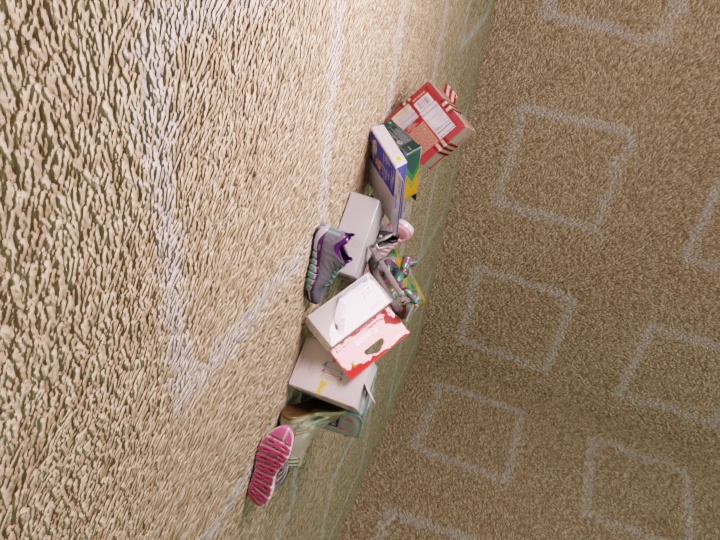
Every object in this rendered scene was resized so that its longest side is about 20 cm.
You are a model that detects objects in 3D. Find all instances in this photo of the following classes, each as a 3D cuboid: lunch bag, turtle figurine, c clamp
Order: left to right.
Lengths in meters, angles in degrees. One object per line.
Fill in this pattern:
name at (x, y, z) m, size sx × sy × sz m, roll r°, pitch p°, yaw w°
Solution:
lunch bag at (-0.056, 0.338, 1.808) m, size 0.122 × 0.170 × 0.201 m, roll -56°, pitch 162°, yaw -84°
c clamp at (0.066, 0.026, 1.626) m, size 0.027 × 0.201 × 0.171 m, roll -28°, pitch 176°, yaw -20°
turtle figurine at (0.088, 0.057, 1.834) m, size 0.101 × 0.149 × 0.201 m, roll 64°, pitch 35°, yaw -51°

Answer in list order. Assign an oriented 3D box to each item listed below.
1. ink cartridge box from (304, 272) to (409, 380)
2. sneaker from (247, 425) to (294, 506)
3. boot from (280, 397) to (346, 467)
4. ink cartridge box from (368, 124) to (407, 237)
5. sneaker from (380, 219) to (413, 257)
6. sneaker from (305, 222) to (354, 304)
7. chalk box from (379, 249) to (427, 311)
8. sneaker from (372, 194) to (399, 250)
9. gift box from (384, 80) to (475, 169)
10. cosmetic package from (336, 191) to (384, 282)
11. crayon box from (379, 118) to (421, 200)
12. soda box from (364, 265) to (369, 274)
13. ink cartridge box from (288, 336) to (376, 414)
ink cartridge box at (-0.001, 0.128, 1.596) m, size 0.200 × 0.176 × 0.045 m, roll -36°, pitch 170°, yaw -25°
sneaker at (-0.197, 0.436, 1.551) m, size 0.087 × 0.073 × 0.201 m, roll -27°, pitch 138°, yaw -73°
boot at (-0.131, 0.405, 1.686) m, size 0.199 × 0.072 × 0.155 m, roll -1°, pitch 112°, yaw -47°
ink cartridge box at (0.075, -0.221, 1.665) m, size 0.198 × 0.047 × 0.200 m, roll 93°, pitch -25°, yaw -52°
sneaker at (0.069, -0.073, 1.895) m, size 0.200 × 0.075 × 0.105 m, roll -20°, pitch -147°, yaw 58°
sneaker at (-0.066, -0.003, 1.493) m, size 0.074 × 0.087 × 0.201 m, roll -55°, pitch 158°, yaw -56°
chalk box at (0.089, 0.027, 1.991) m, size 0.124 × 0.124 × 0.201 m, roll 39°, pitch 23°, yaw -59°
sneaker at (0.057, -0.118, 1.828) m, size 0.075 × 0.115 × 0.200 m, roll 92°, pitch 19°, yaw -51°
gift box at (0.186, -0.400, 1.809) m, size 0.184 × 0.200 × 0.187 m, roll -35°, pitch 176°, yaw 18°
cosmetic package at (-0.011, -0.078, 1.663) m, size 0.113 × 0.081 × 0.201 m, roll 60°, pitch 47°, yaw -74°
crayon box at (0.094, -0.272, 1.748) m, size 0.051 × 0.126 × 0.200 m, roll -31°, pitch 150°, yaw -20°
soda box at (0.000, 0.000, 1.840) m, size 0.200 × 0.070 × 0.064 m, roll 49°, pitch 61°, yaw -77°
ink cartridge box at (-0.052, 0.262, 1.653) m, size 0.129 × 0.199 × 0.126 m, roll 70°, pitch 38°, yaw -71°
